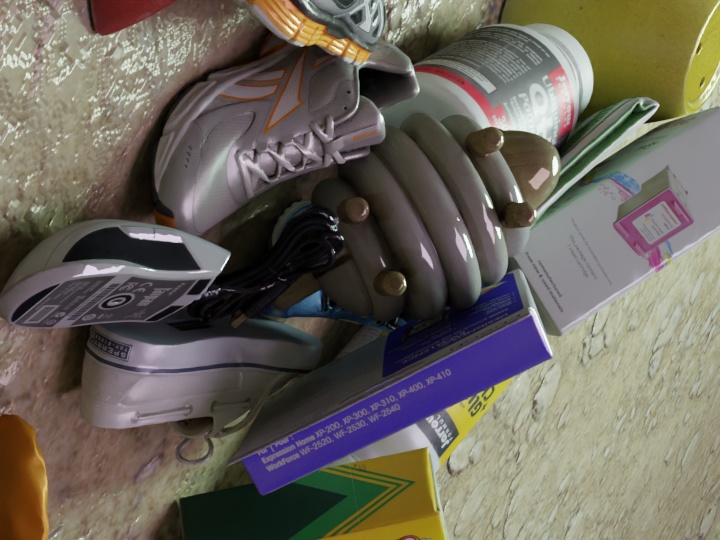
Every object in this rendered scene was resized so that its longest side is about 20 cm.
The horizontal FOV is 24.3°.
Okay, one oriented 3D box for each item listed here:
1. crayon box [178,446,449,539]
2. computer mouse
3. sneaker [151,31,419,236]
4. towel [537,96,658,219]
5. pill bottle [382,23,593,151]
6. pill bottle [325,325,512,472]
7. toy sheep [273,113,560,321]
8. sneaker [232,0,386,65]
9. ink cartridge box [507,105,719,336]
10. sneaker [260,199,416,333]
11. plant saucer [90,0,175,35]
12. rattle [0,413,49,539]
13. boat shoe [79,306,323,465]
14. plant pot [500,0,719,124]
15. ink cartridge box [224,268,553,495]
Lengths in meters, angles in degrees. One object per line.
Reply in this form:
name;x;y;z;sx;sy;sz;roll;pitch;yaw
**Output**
crayon box;-0.021;0.213;1.182;0.200;0.172;0.058;77;1;-53
computer mouse;-0.110;-0.004;0.906;0.110;0.044;0.200;-33;158;37
sneaker;-0.040;-0.084;0.971;0.200;0.092;0.076;-49;150;-33
towel;0.137;-0.069;1.270;0.153;0.023;0.200;-42;-176;-13
pill bottle;0.087;-0.111;1.185;0.200;0.111;0.111;-36;141;-50
pill bottle;0.035;0.087;1.240;0.200;0.112;0.112;-49;151;-21
toy sheep;0.033;-0.030;1.029;0.200;0.138;0.138;-23;143;-8
sneaker;-0.015;-0.165;0.917;0.077;0.078;0.200;-54;176;12
ink cartridge box;0.198;-0.038;1.296;0.200;0.085;0.145;-32;-176;-8
sneaker;0.000;0.000;1.130;0.200;0.089;0.079;-12;121;-59
plant saucer;-0.069;-0.241;0.842;0.200;0.037;0.200;-47;148;-38
rattle;-0.238;0.169;0.819;0.200;0.130;0.143;-8;110;-32
boat shoe;-0.097;0.073;1.012;0.202;0.075;0.086;-2;112;-61
plant pot;0.217;-0.195;1.341;0.200;0.142;0.200;-45;148;-39
ink cartridge box;0.022;0.071;1.030;0.198;0.043;0.200;-27;-176;7
